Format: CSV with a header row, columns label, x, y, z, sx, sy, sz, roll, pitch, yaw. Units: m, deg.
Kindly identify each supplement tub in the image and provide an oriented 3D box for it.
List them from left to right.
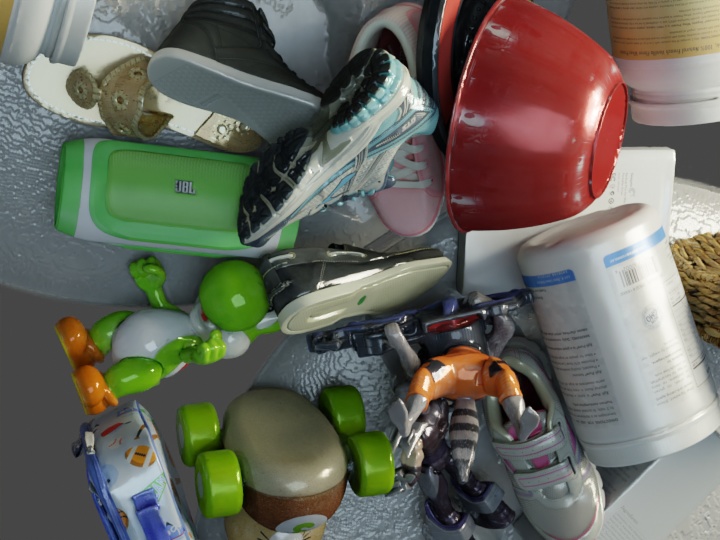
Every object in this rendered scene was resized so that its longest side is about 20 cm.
label,x,y,z,sx,sy,sz,roll,pitch,yaw
supplement tub,-0.300,-0.240,1.157,0.198,0.144,0.146,13,100,-16
supplement tub,0.226,0.054,1.329,0.131,0.132,0.202,-20,98,-8
supplement tub,0.282,-0.236,1.308,0.143,0.144,0.202,-12,106,-10

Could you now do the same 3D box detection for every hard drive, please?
label,x,y,z,sx,sy,sz,roll,pitch,yaw
hard drive,0.188,-0.046,1.393,0.198,0.026,0.134,-1,103,-13

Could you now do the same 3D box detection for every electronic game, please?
label,x,y,z,sx,sy,sz,roll,pitch,yaw
electronic game,0.100,-0.190,1.269,0.041,0.199,0.202,11,104,27

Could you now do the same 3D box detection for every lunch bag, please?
label,x,y,z,sx,sy,sz,roll,pitch,yaw
lunch bag,-0.181,0.214,1.296,0.075,0.160,0.202,-22,108,-8

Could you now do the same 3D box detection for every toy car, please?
label,x,y,z,sx,sy,sz,roll,pitch,yaw
toy car,-0.070,0.220,1.340,0.162,0.158,0.202,-5,116,-17

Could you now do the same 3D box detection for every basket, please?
label,x,y,z,sx,sy,sz,roll,pitch,yaw
basket,0.362,0.054,1.367,0.141,0.200,0.151,-11,106,-12

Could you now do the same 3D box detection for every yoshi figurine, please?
label,x,y,z,sx,sy,sz,roll,pitch,yaw
yoshi figurine,-0.155,0.043,1.291,0.198,0.112,0.114,-20,101,-11

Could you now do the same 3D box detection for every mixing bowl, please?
label,x,y,z,sx,sy,sz,roll,pitch,yaw
mixing bowl,0.153,-0.117,1.243,0.107,0.200,0.203,15,102,21

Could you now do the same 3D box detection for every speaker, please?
label,x,y,z,sx,sy,sz,roll,pitch,yaw
speaker,-0.153,-0.060,1.276,0.198,0.088,0.090,6,102,-15

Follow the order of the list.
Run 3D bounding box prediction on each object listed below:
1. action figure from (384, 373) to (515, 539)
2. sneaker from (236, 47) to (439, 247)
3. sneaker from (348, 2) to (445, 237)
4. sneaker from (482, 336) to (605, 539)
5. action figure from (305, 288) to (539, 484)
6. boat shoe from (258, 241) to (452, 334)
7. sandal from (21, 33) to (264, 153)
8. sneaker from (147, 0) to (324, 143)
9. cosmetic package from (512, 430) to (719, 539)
label,x,y,z,sx,sy,sz,roll,pitch,yaw
action figure,0.066,0.172,1.375,0.130,0.069,0.201,-47,126,-33
sneaker,-0.018,-0.077,1.204,0.086,0.078,0.200,32,119,-32
sneaker,0.027,-0.123,1.285,0.074,0.105,0.203,2,101,16
sneaker,0.155,0.156,1.362,0.081,0.088,0.202,-26,80,12
action figure,0.057,0.089,1.289,0.198,0.194,0.106,-9,114,5
boat shoe,0.000,0.000,1.313,0.199,0.068,0.072,-10,149,-41
sandal,-0.173,-0.142,1.259,0.209,0.070,0.078,14,100,-16
sneaker,-0.070,-0.163,1.257,0.198,0.100,0.071,23,142,-11
cosmetic package,0.248,0.210,1.431,0.200,0.101,0.071,-45,110,1
